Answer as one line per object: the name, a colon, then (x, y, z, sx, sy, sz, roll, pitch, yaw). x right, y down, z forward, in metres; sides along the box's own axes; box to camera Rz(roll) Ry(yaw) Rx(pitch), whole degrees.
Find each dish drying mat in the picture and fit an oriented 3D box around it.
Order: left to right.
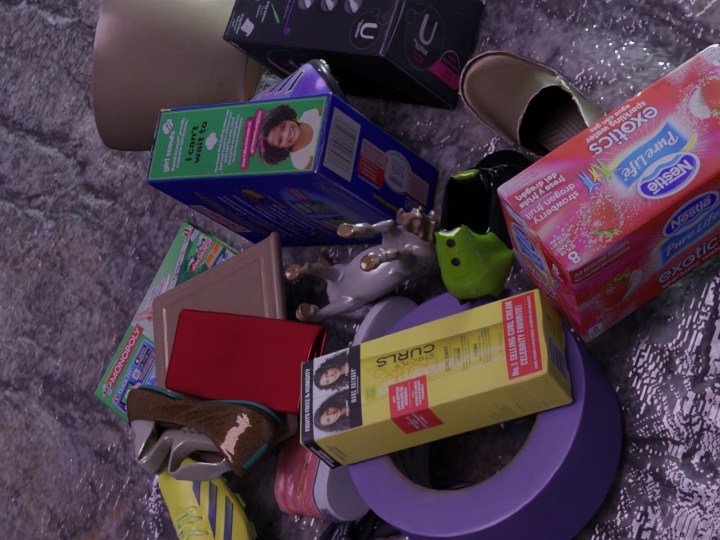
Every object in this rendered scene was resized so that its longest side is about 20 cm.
dish drying mat: (-0.103, 0.077, 1.098, 0.199, 0.018, 0.078, 3, 80, 49)

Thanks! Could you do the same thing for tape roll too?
tape roll: (0.092, 0.120, 0.972, 0.199, 0.085, 0.202, -17, 54, 25)

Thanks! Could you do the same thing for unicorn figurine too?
unicorn figurine: (0.000, 0.000, 1.072, 0.199, 0.137, 0.075, -12, 85, 36)

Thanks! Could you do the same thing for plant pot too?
plant pot: (-0.169, -0.209, 1.260, 0.133, 0.200, 0.202, 10, 79, 6)

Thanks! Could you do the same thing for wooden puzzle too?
wooden puzzle: (-0.123, 0.084, 1.159, 0.199, 0.037, 0.187, -28, 59, 40)

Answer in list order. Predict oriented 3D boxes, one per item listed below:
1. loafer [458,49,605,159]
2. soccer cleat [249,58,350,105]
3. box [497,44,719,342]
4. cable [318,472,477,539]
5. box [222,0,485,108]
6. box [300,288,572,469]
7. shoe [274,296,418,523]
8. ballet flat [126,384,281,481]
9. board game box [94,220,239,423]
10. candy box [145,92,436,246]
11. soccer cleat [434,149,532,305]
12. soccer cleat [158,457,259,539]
loafer: (0.149, -0.132, 1.052, 0.200, 0.067, 0.076, 38, 98, 39)
soccer cleat: (-0.064, -0.143, 1.156, 0.073, 0.069, 0.200, -30, 10, -14)
box: (0.209, -0.055, 0.917, 0.199, 0.100, 0.096, -33, 53, -6)
cable: (0.034, 0.245, 1.027, 0.200, 0.051, 0.163, -47, 44, 4)
box: (-0.008, -0.227, 1.167, 0.199, 0.122, 0.107, 14, 82, 39)
box: (0.052, 0.082, 0.932, 0.199, 0.050, 0.076, -17, 52, 23)
shoe: (-0.012, 0.116, 1.086, 0.091, 0.071, 0.202, -11, 54, 53)
ballet flat: (-0.149, 0.143, 1.087, 0.199, 0.068, 0.073, 4, 55, 43)
board game box: (-0.172, 0.067, 1.251, 0.134, 0.029, 0.201, 31, 94, 40)
candy box: (-0.060, -0.083, 1.127, 0.199, 0.169, 0.078, -2, 70, 36)
soccer cleat: (0.100, -0.055, 1.007, 0.067, 0.082, 0.201, -9, 31, 22)
soccer cleat: (-0.125, 0.248, 1.087, 0.201, 0.083, 0.065, 57, 135, 17)
